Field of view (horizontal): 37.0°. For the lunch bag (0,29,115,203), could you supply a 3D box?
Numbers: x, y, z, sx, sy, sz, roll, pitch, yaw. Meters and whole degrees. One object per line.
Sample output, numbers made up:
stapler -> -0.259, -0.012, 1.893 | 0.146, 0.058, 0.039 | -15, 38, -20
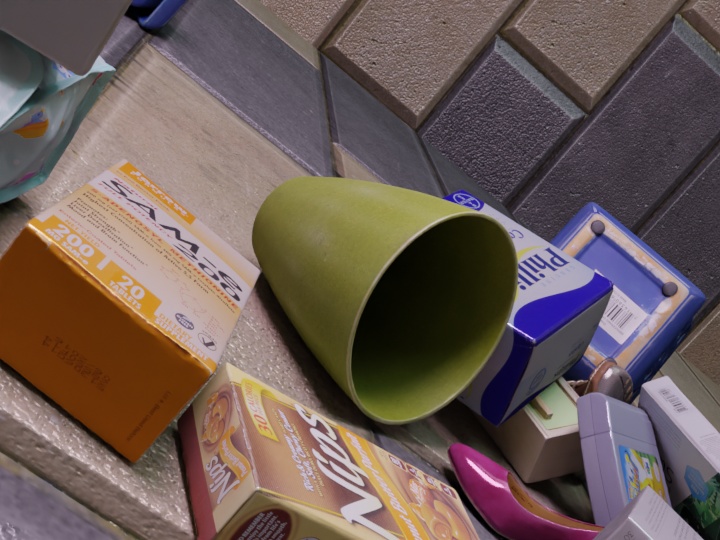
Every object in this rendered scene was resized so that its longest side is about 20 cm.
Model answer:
lunch bag -> -0.261, -0.120, 0.630 | 0.170, 0.122, 0.200 | 38, 17, -4

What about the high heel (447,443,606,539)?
high heel -> 0.164, 0.195, 0.881 | 0.200, 0.096, 0.067 | 46, 14, 18

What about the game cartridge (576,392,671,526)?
game cartridge -> 0.251, 0.216, 0.993 | 0.133, 0.040, 0.202 | 19, 56, -50

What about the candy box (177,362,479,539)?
candy box -> -0.009, 0.146, 0.634 | 0.199, 0.055, 0.116 | 34, 15, -30

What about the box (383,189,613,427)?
box -> 0.116, 0.028, 1.059 | 0.199, 0.106, 0.183 | 34, 34, 23

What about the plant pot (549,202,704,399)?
plant pot -> 0.272, 0.055, 1.266 | 0.200, 0.200, 0.180 | 42, -11, 13

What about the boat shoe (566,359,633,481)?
boat shoe -> 0.232, 0.153, 1.138 | 0.072, 0.076, 0.201 | 37, -29, 24

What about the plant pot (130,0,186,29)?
plant pot -> -0.300, -0.462, 1.469 | 0.179, 0.200, 0.200 | 38, 11, -38

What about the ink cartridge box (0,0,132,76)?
ink cartridge box -> -0.212, -0.212, 0.628 | 0.144, 0.084, 0.200 | 30, 13, -32

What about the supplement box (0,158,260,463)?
supplement box -> -0.139, 0.013, 0.650 | 0.126, 0.074, 0.200 | 40, 13, -9

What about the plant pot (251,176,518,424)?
plant pot -> 0.000, 0.000, 0.923 | 0.199, 0.188, 0.187 | 33, 5, 41

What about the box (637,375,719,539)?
box -> 0.321, 0.227, 1.082 | 0.145, 0.036, 0.202 | -124, -156, -48

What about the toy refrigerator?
toy refrigerator -> 0.155, 0.117, 1.107 | 0.075, 0.070, 0.200 | -5, 40, -29

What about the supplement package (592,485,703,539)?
supplement package -> 0.231, 0.275, 0.761 | 0.200, 0.121, 0.120 | 44, 14, 15
